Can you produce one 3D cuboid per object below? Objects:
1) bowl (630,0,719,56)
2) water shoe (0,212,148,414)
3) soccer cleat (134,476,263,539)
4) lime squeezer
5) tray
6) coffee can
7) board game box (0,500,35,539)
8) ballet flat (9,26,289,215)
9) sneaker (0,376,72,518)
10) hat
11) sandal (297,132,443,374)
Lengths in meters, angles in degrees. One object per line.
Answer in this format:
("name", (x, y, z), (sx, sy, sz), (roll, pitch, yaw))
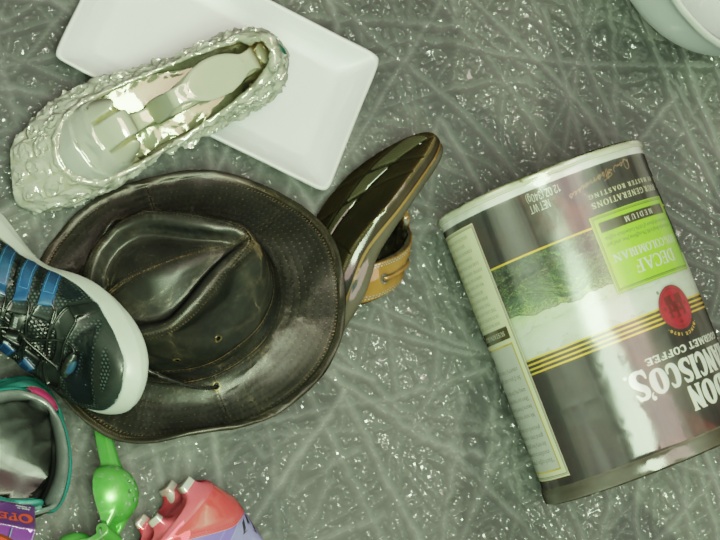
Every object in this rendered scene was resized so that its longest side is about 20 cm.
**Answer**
("bowl", (0.241, -0.237, 1.295), (0.201, 0.090, 0.202), (8, 76, -36))
("water shoe", (-0.210, 0.026, 1.060), (0.200, 0.072, 0.079), (35, 30, 29))
("soccer cleat", (-0.136, 0.214, 1.092), (0.076, 0.067, 0.200), (43, 66, -11))
("lime squeezer", (-0.176, 0.152, 1.091), (0.070, 0.038, 0.201), (19, 72, 12))
("tray", (-0.094, -0.139, 1.204), (0.200, 0.022, 0.108), (26, 72, -13))
("coffee can", (0.152, 0.034, 1.187), (0.146, 0.146, 0.201), (-20, 85, -22))
("board game box", (-0.262, 0.208, 1.004), (0.120, 0.032, 0.201), (11, 113, -20))
("ballet flat", (-0.133, -0.102, 1.138), (0.200, 0.072, 0.072), (-30, 89, -11))
("sneaker", (-0.229, 0.145, 1.041), (0.083, 0.121, 0.200), (30, 70, -11))
("hat", (-0.109, 0.005, 1.103), (0.200, 0.081, 0.201), (-1, 64, 1))
("sandal", (0.000, 0.000, 1.180), (0.055, 0.082, 0.200), (35, 71, -31))
